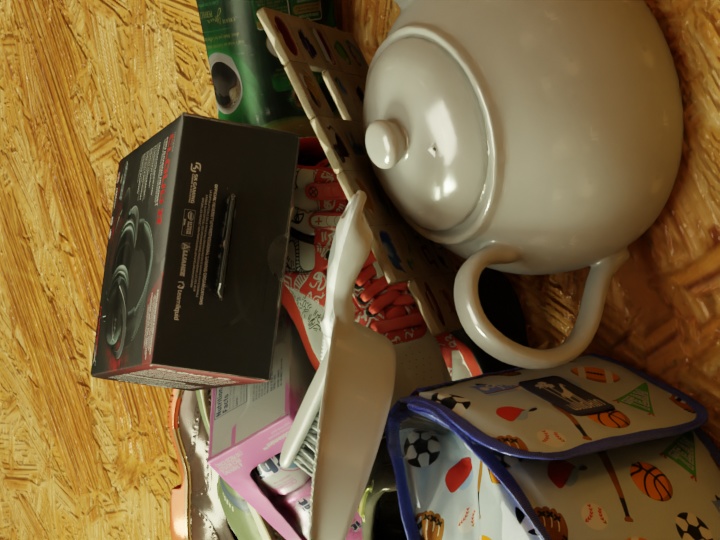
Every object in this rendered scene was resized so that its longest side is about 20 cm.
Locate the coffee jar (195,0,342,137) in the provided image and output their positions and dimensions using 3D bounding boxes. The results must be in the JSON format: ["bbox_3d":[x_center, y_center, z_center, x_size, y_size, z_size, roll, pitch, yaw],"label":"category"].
[{"bbox_3d":[-0.059,-0.151,1.174,0.104,0.085,0.200,11,113,64],"label":"coffee jar"}]

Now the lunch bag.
[{"bbox_3d":[0.122,0.137,0.931,0.124,0.170,0.200,-51,59,39],"label":"lunch bag"}]

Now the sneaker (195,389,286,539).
[{"bbox_3d":[-0.084,0.136,1.249,0.090,0.067,0.200,-23,88,62],"label":"sneaker"}]

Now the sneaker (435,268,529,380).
[{"bbox_3d":[0.071,0.101,1.105,0.108,0.067,0.202,-17,86,60],"label":"sneaker"}]

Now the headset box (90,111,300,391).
[{"bbox_3d":[-0.102,-0.006,1.053,0.200,0.077,0.149,165,113,-71],"label":"headset box"}]

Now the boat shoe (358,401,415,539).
[{"bbox_3d":[0.035,0.165,1.025,0.060,0.072,0.202,-76,-18,-44],"label":"boat shoe"}]

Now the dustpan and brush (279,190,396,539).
[{"bbox_3d":[-0.011,0.051,0.926,0.140,0.057,0.200,-88,18,-63],"label":"dustpan and brush"}]

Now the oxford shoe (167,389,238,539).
[{"bbox_3d":[-0.115,0.146,1.442,0.072,0.071,0.200,11,113,25],"label":"oxford shoe"}]

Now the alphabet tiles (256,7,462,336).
[{"bbox_3d":[0.012,-0.056,1.000,0.008,0.167,0.200,-27,85,16],"label":"alphabet tiles"}]

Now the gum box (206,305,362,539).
[{"bbox_3d":[-0.038,0.090,1.134,0.114,0.066,0.200,49,-159,-28],"label":"gum box"}]

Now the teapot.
[{"bbox_3d":[0.070,-0.077,0.947,0.200,0.146,0.198,37,134,43],"label":"teapot"}]

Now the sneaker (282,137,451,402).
[{"bbox_3d":[-0.001,0.000,1.053,0.201,0.067,0.108,50,140,43],"label":"sneaker"}]
